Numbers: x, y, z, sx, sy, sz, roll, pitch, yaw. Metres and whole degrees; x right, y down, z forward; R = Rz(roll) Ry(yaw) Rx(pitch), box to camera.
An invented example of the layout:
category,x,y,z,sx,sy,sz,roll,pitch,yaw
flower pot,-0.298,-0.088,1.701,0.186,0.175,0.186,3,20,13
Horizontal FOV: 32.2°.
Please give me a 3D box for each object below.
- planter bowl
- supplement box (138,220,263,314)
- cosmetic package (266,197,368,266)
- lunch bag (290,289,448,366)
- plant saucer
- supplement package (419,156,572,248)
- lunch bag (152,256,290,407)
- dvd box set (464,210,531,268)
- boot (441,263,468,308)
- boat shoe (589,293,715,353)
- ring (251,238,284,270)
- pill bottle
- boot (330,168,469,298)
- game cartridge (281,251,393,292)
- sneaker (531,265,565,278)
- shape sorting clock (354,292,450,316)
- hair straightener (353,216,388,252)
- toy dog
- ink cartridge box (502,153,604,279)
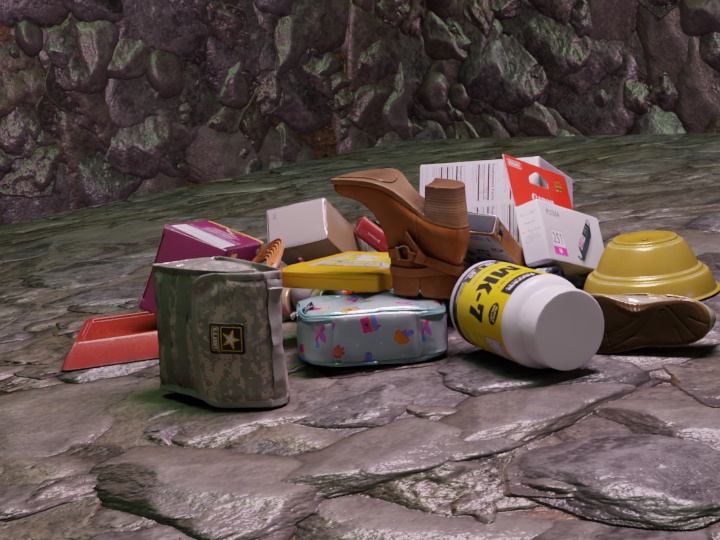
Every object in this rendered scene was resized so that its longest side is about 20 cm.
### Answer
category,x,y,z,sx,sy,sz,roll,pitch,yaw
planter bowl,0.409,-0.009,1.782,0.200,0.084,0.200,-6,12,1
supplement box,-0.234,0.003,1.865,0.103,0.131,0.200,22,9,10
cosmetic package,-0.065,-0.040,2.006,0.105,0.071,0.200,-12,-22,18
lunch bag,0.008,0.070,1.628,0.200,0.077,0.160,-3,11,-5
plant saucer,-0.334,0.094,1.845,0.200,0.037,0.200,-9,11,-5
supplement package,0.222,-0.091,2.017,0.200,0.147,0.191,-2,-8,25
lunch bag,-0.161,0.073,1.507,0.117,0.164,0.200,-8,9,-38
dvd box set,0.149,-0.039,1.763,0.146,0.029,0.200,7,-15,25
boot,0.104,-0.011,1.715,0.074,0.200,0.075,-35,36,12
boat shoe,0.334,0.064,1.518,0.200,0.074,0.066,3,2,34
ring,-0.161,0.042,1.722,0.019,0.201,0.200,36,2,-14
pill bottle,0.200,0.055,1.505,0.114,0.114,0.200,-11,12,-22
boot,0.046,-0.047,1.610,0.200,0.155,0.074,13,23,32
game cartridge,0.000,0.000,1.752,0.176,0.032,0.200,2,7,31
sneaker,0.216,0.037,1.725,0.077,0.076,0.200,-7,-1,33
shape sorting clock,0.079,0.042,1.843,0.200,0.039,0.200,-7,11,1
hair straightener,0.082,-0.025,1.998,0.200,0.041,0.077,32,12,30
toy dog,-0.053,0.013,1.922,0.132,0.096,0.200,-4,11,14
ink cartridge box,0.293,-0.082,1.851,0.044,0.174,0.200,-19,-17,33
